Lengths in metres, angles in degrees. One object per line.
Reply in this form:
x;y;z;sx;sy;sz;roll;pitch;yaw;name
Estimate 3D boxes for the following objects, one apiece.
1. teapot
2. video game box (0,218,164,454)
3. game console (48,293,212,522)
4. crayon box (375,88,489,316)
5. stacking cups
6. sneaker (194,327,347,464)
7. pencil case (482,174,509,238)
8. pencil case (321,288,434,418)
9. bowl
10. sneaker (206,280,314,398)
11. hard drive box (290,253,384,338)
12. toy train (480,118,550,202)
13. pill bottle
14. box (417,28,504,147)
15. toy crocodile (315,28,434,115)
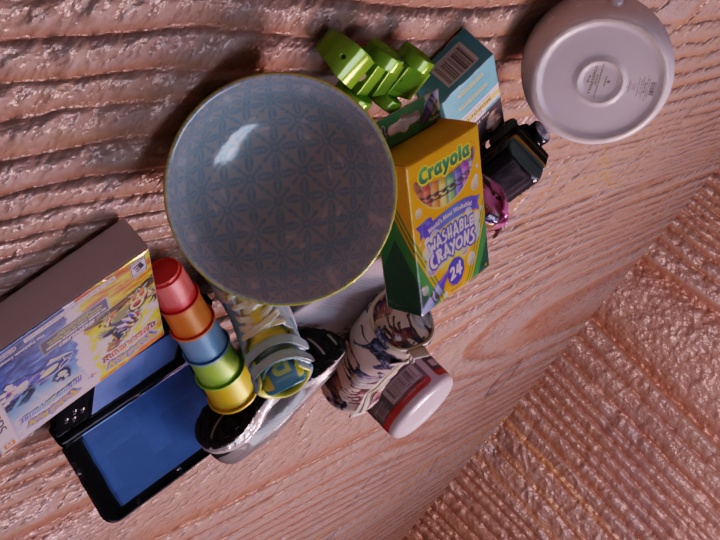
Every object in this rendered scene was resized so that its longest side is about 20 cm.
0.288;-0.266;1.412;0.200;0.197;0.146;-32;-154;24;teapot
-0.276;0.065;1.050;0.200;0.047;0.182;-38;163;-21;video game box
-0.218;0.148;1.228;0.200;0.119;0.173;-35;165;-30;game console
0.072;-0.070;1.178;0.126;0.051;0.201;-34;126;-40;crayon box
-0.170;0.068;1.177;0.060;0.060;0.200;-40;135;-15;stacking cups
-0.098;0.140;1.292;0.200;0.074;0.079;-39;147;-14;sneaker
0.096;-0.032;1.408;0.083;0.087;0.200;-9;150;-47;pencil case
0.017;0.100;1.332;0.077;0.090;0.200;1;151;-22;pencil case
-0.073;-0.075;1.019;0.200;0.200;0.108;-46;-169;2;bowl
-0.101;0.050;1.172;0.079;0.131;0.200;-25;132;0;sneaker
0.000;0.000;1.311;0.200;0.077;0.156;-33;154;28;hard drive box
0.155;-0.113;1.454;0.200;0.085;0.114;-35;-164;33;toy train
0.020;0.121;1.564;0.116;0.200;0.116;-39;161;-17;pill bottle
0.118;-0.196;1.335;0.082;0.049;0.200;-44;162;-3;box
0.016;-0.196;1.116;0.068;0.062;0.200;-51;165;21;toy crocodile
